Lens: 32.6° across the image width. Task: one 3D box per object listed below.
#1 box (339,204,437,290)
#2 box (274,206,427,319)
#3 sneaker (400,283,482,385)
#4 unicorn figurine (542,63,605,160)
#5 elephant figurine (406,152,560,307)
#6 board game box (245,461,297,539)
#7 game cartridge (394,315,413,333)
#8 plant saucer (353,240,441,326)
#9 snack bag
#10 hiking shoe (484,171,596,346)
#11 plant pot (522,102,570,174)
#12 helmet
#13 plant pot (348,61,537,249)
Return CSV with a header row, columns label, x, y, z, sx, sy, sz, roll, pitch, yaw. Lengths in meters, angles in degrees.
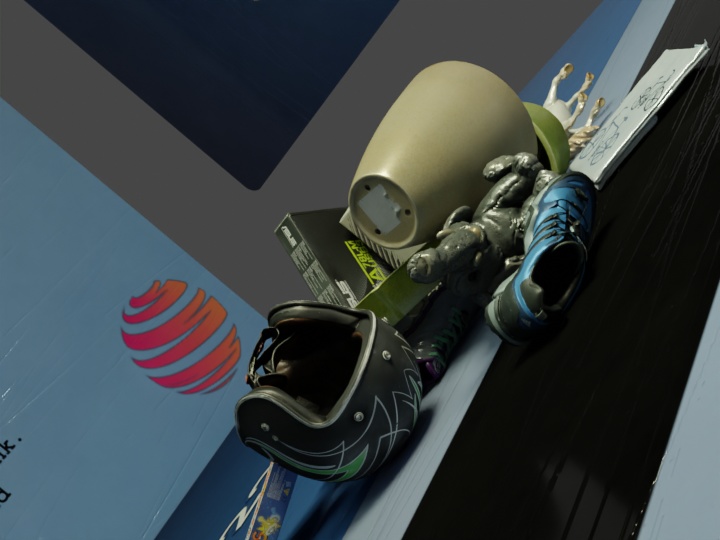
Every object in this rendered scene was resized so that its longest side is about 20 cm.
label,x,y,z,sx,sy,sz,roll,pitch,yaw
box,0.072,-0.042,1.744,0.068,0.199,0.082,-48,4,29
box,0.000,0.000,1.743,0.192,0.201,0.048,-6,-32,-50
sneaker,0.095,0.087,1.461,0.200,0.075,0.087,-44,37,-3
unicorn figurine,0.289,-0.217,1.753,0.138,0.073,0.201,-61,3,34
elephant figurine,0.130,-0.022,1.312,0.200,0.156,0.141,-43,24,-13
board game box,-0.110,0.294,1.494,0.135,0.034,0.202,-103,31,-86
game cartridge,0.005,0.141,1.651,0.200,0.040,0.134,-47,9,50
plant saucer,0.039,0.036,1.514,0.199,0.048,0.200,-40,-3,-42
snack bag,0.326,-0.184,1.451,0.201,0.021,0.189,-51,4,7
hiking shoe,0.193,-0.017,1.170,0.087,0.074,0.201,-30,29,57
plant pot,0.185,-0.137,1.591,0.201,0.200,0.184,-48,-6,30
helmet,-0.027,0.136,1.346,0.200,0.188,0.203,9,-90,-80
plant pot,0.076,-0.112,1.406,0.200,0.187,0.187,-43,-2,-43
